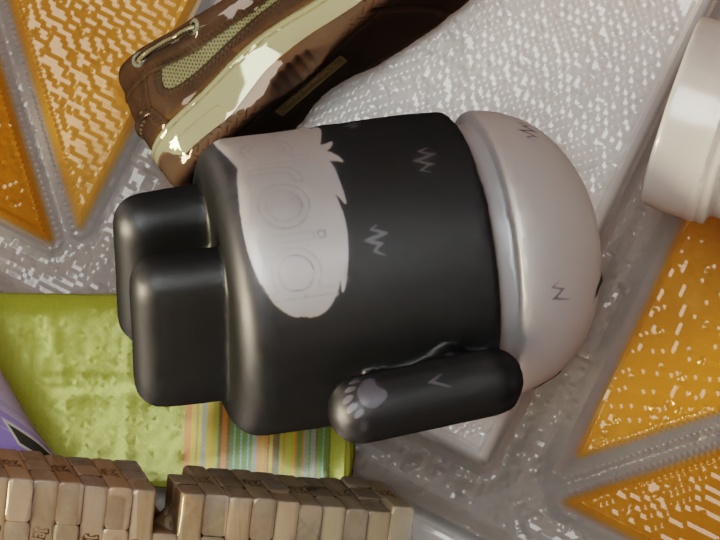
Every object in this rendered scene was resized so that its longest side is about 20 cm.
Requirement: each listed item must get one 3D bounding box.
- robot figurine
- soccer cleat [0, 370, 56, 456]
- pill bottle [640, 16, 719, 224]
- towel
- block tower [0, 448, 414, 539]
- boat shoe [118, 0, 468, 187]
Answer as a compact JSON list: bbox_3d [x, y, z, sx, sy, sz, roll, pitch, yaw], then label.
[{"bbox_3d":[0.000,0.002,1.016,0.198,0.125,0.152,-8,78,-12],"label":"robot figurine"},{"bbox_3d":[-0.168,0.075,1.041,0.068,0.073,0.201,-29,87,5],"label":"soccer cleat"},{"bbox_3d":[0.222,-0.035,1.014,0.198,0.111,0.112,19,84,9],"label":"pill bottle"},{"bbox_3d":[-0.100,0.053,1.087,0.198,0.018,0.087,1,78,7],"label":"towel"},{"bbox_3d":[-0.081,0.110,1.013,0.198,0.054,0.058,5,98,-16],"label":"block tower"},{"bbox_3d":[-0.020,-0.123,1.075,0.202,0.075,0.075,-36,74,0],"label":"boat shoe"}]
